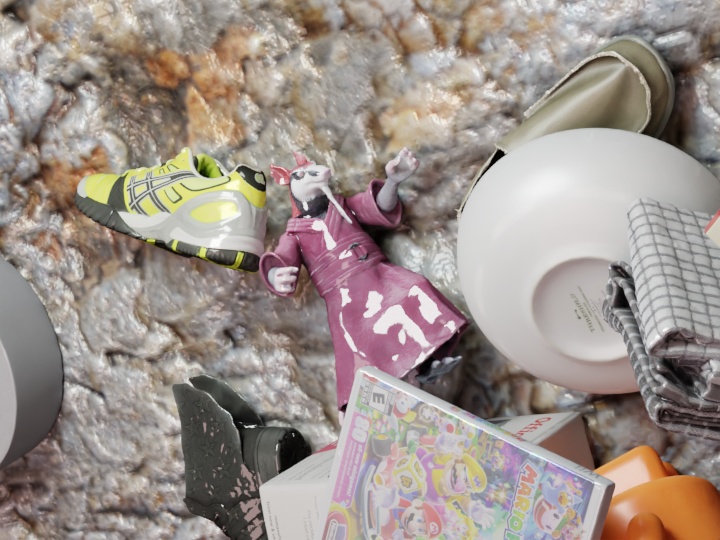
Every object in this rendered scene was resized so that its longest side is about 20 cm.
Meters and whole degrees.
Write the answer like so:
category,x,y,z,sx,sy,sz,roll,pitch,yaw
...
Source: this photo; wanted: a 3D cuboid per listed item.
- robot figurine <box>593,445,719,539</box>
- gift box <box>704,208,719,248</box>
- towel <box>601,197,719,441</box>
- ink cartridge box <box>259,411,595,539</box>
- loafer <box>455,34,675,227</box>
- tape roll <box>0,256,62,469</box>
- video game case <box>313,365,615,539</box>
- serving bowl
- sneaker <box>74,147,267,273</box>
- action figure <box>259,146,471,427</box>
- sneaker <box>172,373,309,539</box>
category,x,y,z,sx,sy,sz,roll,pitch,yaw
robot figurine,0.212,0.220,1.712,0.144,0.116,0.201,110,143,-53
gift box,0.322,-0.057,1.473,0.187,0.200,0.185,43,120,13
towel,0.252,0.049,1.571,0.199,0.166,0.086,13,120,-12
ink cartridge box,0.051,0.164,1.801,0.199,0.145,0.085,-4,103,33
loafer,0.135,-0.077,1.702,0.075,0.070,0.200,47,126,9
tape roll,-0.340,0.074,2.064,0.199,0.066,0.201,12,114,29
video game case,0.065,0.167,1.692,0.199,0.018,0.144,24,110,28
serving bowl,0.158,0.007,1.678,0.199,0.066,0.201,6,125,8
sneaker,-0.134,-0.052,1.882,0.199,0.075,0.077,15,87,43
action figure,0.000,0.000,1.822,0.201,0.134,0.149,60,173,15
sneaker,-0.089,0.182,1.953,0.104,0.060,0.201,2,104,31
